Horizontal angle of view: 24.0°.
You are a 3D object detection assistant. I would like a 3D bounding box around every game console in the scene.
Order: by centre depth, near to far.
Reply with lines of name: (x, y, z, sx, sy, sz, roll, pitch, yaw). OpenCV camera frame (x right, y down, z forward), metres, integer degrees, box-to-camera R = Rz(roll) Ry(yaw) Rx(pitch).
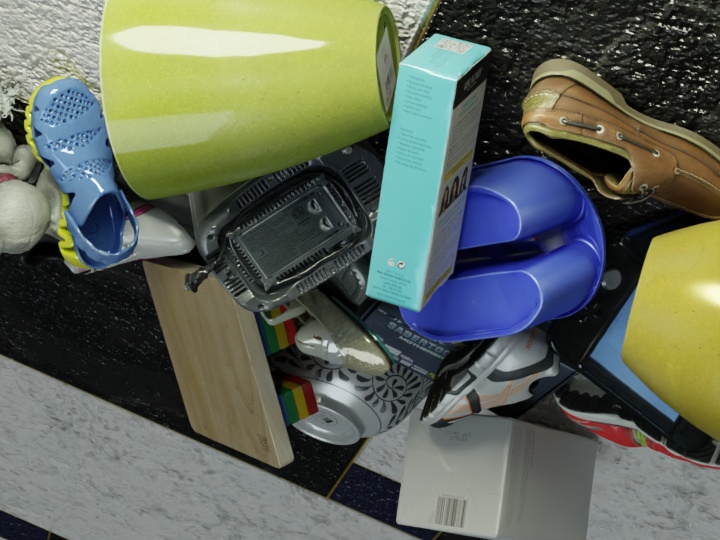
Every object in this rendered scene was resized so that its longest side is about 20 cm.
game console: (0.291, 0.053, 1.438, 0.200, 0.171, 0.118, 36, 175, -23)

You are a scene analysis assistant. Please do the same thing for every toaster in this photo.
toaster: (-0.066, -0.054, 1.421, 0.114, 0.200, 0.129, 54, -175, -27)

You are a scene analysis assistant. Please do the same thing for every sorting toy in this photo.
sorting toy: (-0.128, 0.081, 1.746, 0.199, 0.069, 0.201, 13, 122, 57)

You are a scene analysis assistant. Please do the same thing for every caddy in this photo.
caddy: (0.113, -0.018, 1.428, 0.200, 0.105, 0.142, -9, 101, 45)

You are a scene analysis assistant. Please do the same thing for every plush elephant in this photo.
plush elephant: (-0.356, -0.068, 1.628, 0.164, 0.155, 0.200, -9, 158, -42)

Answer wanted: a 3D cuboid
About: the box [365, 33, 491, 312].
box: (0.052, -0.075, 1.320, 0.049, 0.082, 0.201, 17, 119, 17)

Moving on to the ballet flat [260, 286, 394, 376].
ballet flat: (-0.051, 0.043, 1.584, 0.200, 0.062, 0.068, 44, 164, 27)

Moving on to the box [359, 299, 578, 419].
box: (0.102, 0.064, 1.653, 0.199, 0.051, 0.158, 27, 150, -9)

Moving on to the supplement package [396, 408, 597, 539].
supplement package: (0.144, 0.217, 1.740, 0.121, 0.120, 0.200, 2, 170, 35)

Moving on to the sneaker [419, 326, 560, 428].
sneaker: (0.120, 0.107, 1.587, 0.080, 0.074, 0.200, 26, 148, -11)

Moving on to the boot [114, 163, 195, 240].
boot: (-0.154, -0.084, 1.566, 0.138, 0.078, 0.200, 33, 149, -9)

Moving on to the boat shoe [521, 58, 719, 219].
boat shoe: (0.208, -0.082, 1.307, 0.199, 0.068, 0.072, 27, 149, -12)

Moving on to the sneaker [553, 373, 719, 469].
sneaker: (0.286, 0.144, 1.650, 0.199, 0.077, 0.085, 20, 159, 27)

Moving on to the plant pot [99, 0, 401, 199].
plant pot: (-0.074, -0.152, 1.306, 0.199, 0.188, 0.187, -2, 146, 13)

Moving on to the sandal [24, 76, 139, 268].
sandal: (-0.249, -0.085, 1.564, 0.087, 0.079, 0.201, 29, 140, 52)

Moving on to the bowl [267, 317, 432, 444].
bowl: (-0.025, 0.124, 1.804, 0.200, 0.094, 0.201, 17, 151, 10)

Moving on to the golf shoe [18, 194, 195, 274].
golf shoe: (-0.254, -0.028, 1.711, 0.199, 0.092, 0.073, 4, 145, 28)

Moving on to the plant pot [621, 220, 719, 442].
plant pot: (0.285, 0.039, 1.321, 0.141, 0.201, 0.200, 16, 151, 13)

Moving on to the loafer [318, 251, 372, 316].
loafer: (0.000, 0.000, 1.592, 0.075, 0.070, 0.200, 54, 166, -1)
